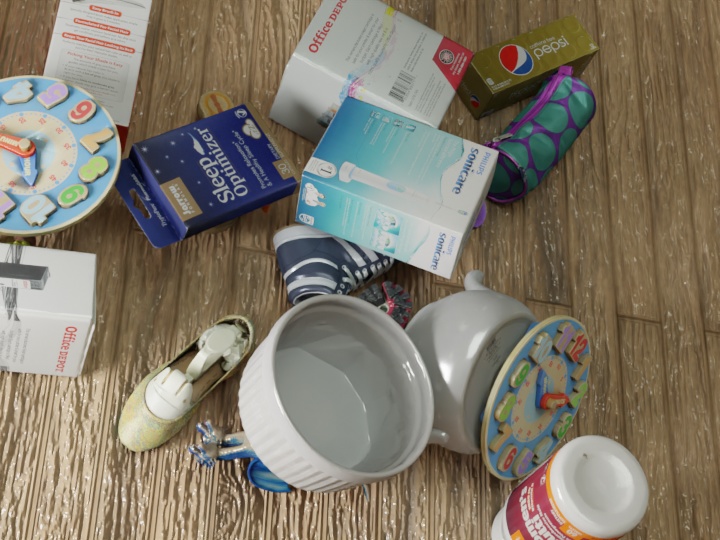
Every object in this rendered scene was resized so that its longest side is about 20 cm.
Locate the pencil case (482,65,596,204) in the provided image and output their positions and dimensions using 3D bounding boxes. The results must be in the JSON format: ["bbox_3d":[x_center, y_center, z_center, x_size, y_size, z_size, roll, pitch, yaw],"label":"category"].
[{"bbox_3d":[0.228,-0.176,1.776,0.085,0.093,0.200,10,44,39],"label":"pencil case"}]

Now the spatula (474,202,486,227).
[{"bbox_3d":[0.069,-0.075,1.704,0.199,0.021,0.057,-6,87,-17],"label":"spatula"}]

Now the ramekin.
[{"bbox_3d":[-0.033,0.135,1.410,0.199,0.105,0.201,18,56,-29],"label":"ramekin"}]

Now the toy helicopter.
[{"bbox_3d":[-0.171,-0.131,1.622,0.132,0.079,0.201,12,56,-14],"label":"toy helicopter"}]

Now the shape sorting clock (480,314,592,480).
[{"bbox_3d":[0.203,0.146,1.538,0.039,0.201,0.200,20,49,35],"label":"shape sorting clock"}]

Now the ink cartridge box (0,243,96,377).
[{"bbox_3d":[-0.381,0.039,1.412,0.199,0.144,0.084,7,60,-15],"label":"ink cartridge box"}]

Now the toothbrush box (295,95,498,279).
[{"bbox_3d":[0.044,-0.099,1.589,0.199,0.085,0.147,19,51,7],"label":"toothbrush box"}]

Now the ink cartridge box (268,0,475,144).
[{"bbox_3d":[0.011,-0.232,1.698,0.199,0.145,0.146,29,58,-2],"label":"ink cartridge box"}]

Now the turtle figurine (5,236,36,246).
[{"bbox_3d":[-0.408,-0.088,1.523,0.199,0.064,0.162,1,66,-4],"label":"turtle figurine"}]

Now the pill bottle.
[{"bbox_3d":[0.219,0.261,1.464,0.109,0.200,0.110,8,60,-15],"label":"pill bottle"}]

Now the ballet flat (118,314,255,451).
[{"bbox_3d":[-0.187,0.115,1.485,0.071,0.071,0.200,43,58,7],"label":"ballet flat"}]

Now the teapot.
[{"bbox_3d":[0.102,0.107,1.545,0.146,0.198,0.200,19,11,35],"label":"teapot"}]

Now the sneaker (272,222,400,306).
[{"bbox_3d":[0.000,0.000,1.610,0.199,0.070,0.109,-3,60,-15],"label":"sneaker"}]

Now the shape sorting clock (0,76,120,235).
[{"bbox_3d":[-0.362,-0.129,1.478,0.199,0.039,0.201,2,66,-4],"label":"shape sorting clock"}]

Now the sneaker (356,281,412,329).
[{"bbox_3d":[-0.019,0.100,1.553,0.200,0.075,0.081,-35,68,-18],"label":"sneaker"}]

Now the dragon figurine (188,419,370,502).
[{"bbox_3d":[-0.086,0.203,1.474,0.199,0.099,0.059,26,53,-27],"label":"dragon figurine"}]

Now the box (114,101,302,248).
[{"bbox_3d":[-0.175,-0.110,1.540,0.199,0.032,0.121,-26,74,-31],"label":"box"}]

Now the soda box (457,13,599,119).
[{"bbox_3d":[0.225,-0.279,1.847,0.199,0.064,0.068,-25,72,-29],"label":"soda box"}]

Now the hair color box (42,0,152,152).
[{"bbox_3d":[-0.322,-0.250,1.642,0.110,0.064,0.201,12,60,-11],"label":"hair color box"}]
